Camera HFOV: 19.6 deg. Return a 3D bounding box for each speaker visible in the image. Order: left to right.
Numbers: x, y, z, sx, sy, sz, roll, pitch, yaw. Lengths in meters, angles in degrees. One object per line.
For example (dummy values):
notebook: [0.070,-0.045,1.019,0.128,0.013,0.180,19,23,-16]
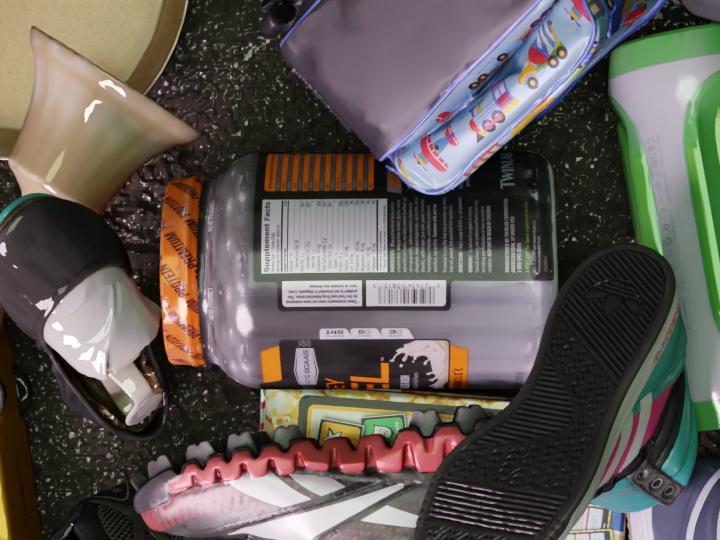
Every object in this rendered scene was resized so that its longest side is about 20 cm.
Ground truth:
speaker: [0.181,-0.022,1.080,0.088,0.088,0.202,-10,88,5]

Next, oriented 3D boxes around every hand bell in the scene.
hand bell: [-0.176,-0.013,1.078,0.104,0.104,0.201,31,91,5]

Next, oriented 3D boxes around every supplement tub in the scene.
supplement tub: [0.000,0.000,1.074,0.198,0.123,0.124,0,89,2]

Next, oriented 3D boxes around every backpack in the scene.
backpack: [0.074,-0.152,1.033,0.135,0.200,0.182,48,124,1]

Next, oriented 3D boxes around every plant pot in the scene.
plant pot: [-0.189,-0.161,1.149,0.198,0.027,0.202,0,90,5]

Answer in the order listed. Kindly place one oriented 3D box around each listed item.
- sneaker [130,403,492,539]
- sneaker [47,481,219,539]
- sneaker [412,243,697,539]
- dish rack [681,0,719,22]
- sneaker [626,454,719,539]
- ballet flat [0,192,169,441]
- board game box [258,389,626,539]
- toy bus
sneaker: [-0.017,0.125,1.057,0.198,0.071,0.099,-6,87,5]
sneaker: [-0.116,0.210,1.079,0.076,0.113,0.201,-26,74,49]
sneaker: [0.101,0.098,1.014,0.083,0.121,0.201,23,68,33]
dish rack: [0.248,-0.202,1.064,0.152,0.055,0.202,15,67,6]
sneaker: [0.200,0.190,1.050,0.070,0.108,0.202,-18,96,-30]
ballet flat: [-0.130,0.030,1.058,0.068,0.200,0.068,-42,66,-12]
board game box: [0.042,0.138,1.111,0.198,0.046,0.153,4,90,6]
toy bus: [-0.216,0.109,1.127,0.077,0.065,0.202,-9,88,5]
